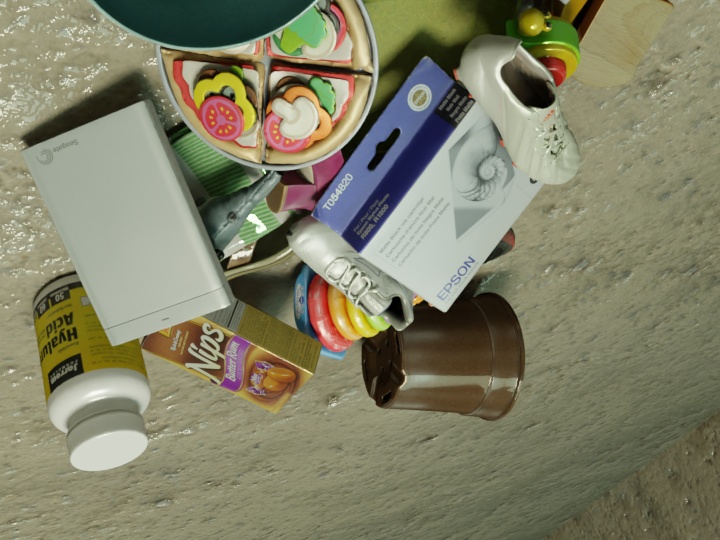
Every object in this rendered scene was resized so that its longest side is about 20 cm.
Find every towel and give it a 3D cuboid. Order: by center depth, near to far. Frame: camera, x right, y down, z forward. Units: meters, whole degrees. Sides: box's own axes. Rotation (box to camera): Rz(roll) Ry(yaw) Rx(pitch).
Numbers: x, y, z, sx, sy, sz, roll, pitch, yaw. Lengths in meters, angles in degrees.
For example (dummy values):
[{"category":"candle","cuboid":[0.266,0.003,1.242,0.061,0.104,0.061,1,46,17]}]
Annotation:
[{"category":"towel","cuboid":[-0.178,-0.067,0.818,0.198,0.024,0.153,-30,124,8]}]

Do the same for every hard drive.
[{"category":"hard drive","cuboid":[-0.216,-0.041,0.735,0.130,0.027,0.203,-18,104,10]}]

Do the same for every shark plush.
[{"category":"shark plush","cuboid":[-0.145,-0.024,0.789,0.198,0.084,0.091,-30,125,10]}]

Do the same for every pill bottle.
[{"category":"pill bottle","cuboid":[-0.296,0.112,0.875,0.110,0.202,0.112,-17,147,-12]}]

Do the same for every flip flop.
[{"category":"flip flop","cuboid":[-0.137,-0.040,0.891,0.197,0.082,0.058,-23,142,7]}]

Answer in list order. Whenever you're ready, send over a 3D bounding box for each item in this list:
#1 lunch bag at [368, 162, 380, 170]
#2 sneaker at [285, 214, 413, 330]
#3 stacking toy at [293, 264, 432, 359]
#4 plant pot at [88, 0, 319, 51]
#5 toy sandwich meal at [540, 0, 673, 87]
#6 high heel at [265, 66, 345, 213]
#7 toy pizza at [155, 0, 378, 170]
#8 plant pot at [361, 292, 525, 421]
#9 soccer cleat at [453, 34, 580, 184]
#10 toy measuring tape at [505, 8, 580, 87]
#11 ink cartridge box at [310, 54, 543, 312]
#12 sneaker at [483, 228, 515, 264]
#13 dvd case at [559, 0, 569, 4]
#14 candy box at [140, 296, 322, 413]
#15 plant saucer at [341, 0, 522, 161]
[{"category":"lunch bag","cuboid":[0.043,-0.073,0.927,0.197,0.077,0.160,-21,155,16]},{"category":"sneaker","cuboid":[0.000,0.000,0.871,0.074,0.088,0.199,-39,134,25]},{"category":"stacking toy","cuboid":[0.021,0.039,1.007,0.197,0.118,0.109,-12,157,28]},{"category":"plant pot","cuboid":[-0.110,-0.271,0.519,0.197,0.136,0.201,-18,147,-12]},{"category":"toy sandwich meal","cuboid":[0.274,-0.287,0.816,0.202,0.071,0.206,-18,147,-12]},{"category":"high heel","cuboid":[-0.029,-0.141,0.763,0.095,0.067,0.202,-16,136,-37]},{"category":"toy pizza","cuboid":[-0.083,-0.176,0.666,0.197,0.032,0.203,5,120,8]},{"category":"plant pot","cuboid":[0.117,0.131,1.208,0.195,0.202,0.201,3,139,-24]},{"category":"soccer cleat","cuboid":[0.167,-0.147,0.754,0.200,0.077,0.070,40,74,-36]},{"category":"toy measuring tape","cuboid":[0.193,-0.203,0.809,0.073,0.074,0.200,-28,154,6]},{"category":"ink cartridge box","cuboid":[0.079,-0.081,0.812,0.199,0.041,0.201,32,99,-35]},{"category":"sneaker","cuboid":[0.143,-0.023,1.077,0.198,0.099,0.071,-3,140,-33]},{"category":"dvd case","cuboid":[0.167,-0.343,0.671,0.198,0.025,0.151,20,118,-41]},{"category":"candy box","cuboid":[-0.162,0.094,0.979,0.198,0.057,0.117,29,134,-13]},{"category":"plant saucer","cuboid":[0.051,-0.212,0.793,0.197,0.048,0.201,-15,146,-17]}]
